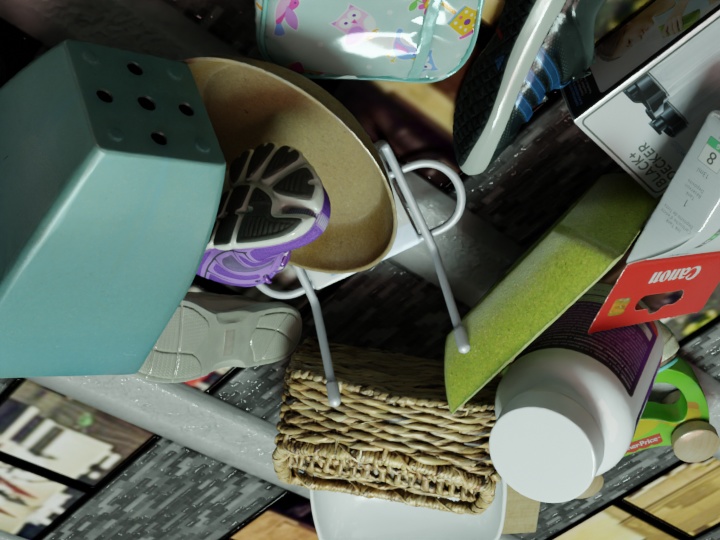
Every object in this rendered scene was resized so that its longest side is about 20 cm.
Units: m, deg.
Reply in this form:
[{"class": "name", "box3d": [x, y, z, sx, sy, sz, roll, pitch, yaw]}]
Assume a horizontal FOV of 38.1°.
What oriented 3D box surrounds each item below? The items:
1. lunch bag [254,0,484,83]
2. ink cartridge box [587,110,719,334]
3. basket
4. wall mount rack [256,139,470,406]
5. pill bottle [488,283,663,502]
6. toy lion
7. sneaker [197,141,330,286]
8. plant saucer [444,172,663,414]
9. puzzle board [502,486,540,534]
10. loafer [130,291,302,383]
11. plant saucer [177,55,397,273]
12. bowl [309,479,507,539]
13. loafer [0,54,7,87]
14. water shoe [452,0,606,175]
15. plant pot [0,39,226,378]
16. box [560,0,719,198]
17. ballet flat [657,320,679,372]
[{"class": "lunch bag", "box3d": [0.015, -0.216, 0.660, 0.159, 0.077, 0.201, 4, 136, -9]}, {"class": "ink cartridge box", "box3d": [0.278, -0.025, 0.794, 0.160, 0.050, 0.201, -6, 129, -38]}, {"class": "basket", "box3d": [0.024, 0.158, 0.916, 0.198, 0.143, 0.150, 11, 100, 2]}, {"class": "wall mount rack", "box3d": [0.000, 0.000, 0.836, 0.199, 0.075, 0.175, -24, 99, 16]}, {"class": "pill bottle", "box3d": [0.174, 0.098, 0.845, 0.111, 0.200, 0.112, 11, 117, 22]}, {"class": "toy lion", "box3d": [0.243, 0.135, 1.058, 0.199, 0.069, 0.192, -21, 126, 13]}, {"class": "sneaker", "box3d": [-0.071, -0.030, 0.731, 0.083, 0.081, 0.200, 30, 160, -25]}, {"class": "plant saucer", "box3d": [0.151, 0.003, 0.850, 0.048, 0.200, 0.200, 45, 124, 4]}, {"class": "puzzle board", "box3d": [0.106, 0.254, 1.179, 0.198, 0.017, 0.151, -3, 134, 0]}, {"class": "loafer", "box3d": [-0.140, 0.049, 0.868, 0.199, 0.063, 0.072, 2, 106, -45]}, {"class": "plant saucer", "box3d": [-0.056, -0.079, 0.735, 0.199, 0.036, 0.201, 23, 147, 16]}, {"class": "bowl", "box3d": [0.048, 0.209, 1.075, 0.198, 0.075, 0.201, -4, 125, 1]}, {"class": "loafer", "box3d": [-0.282, -0.111, 0.751, 0.072, 0.073, 0.201, 27, 147, 21]}, {"class": "water shoe", "box3d": [0.130, -0.144, 0.751, 0.078, 0.072, 0.201, 8, 134, -17]}, {"class": "plant pot", "box3d": [-0.181, -0.043, 0.685, 0.141, 0.142, 0.200, 4, 142, -42]}, {"class": "box", "box3d": [0.260, -0.155, 0.763, 0.200, 0.060, 0.116, -36, 128, 26]}, {"class": "ballet flat", "box3d": [0.205, 0.106, 0.985, 0.200, 0.067, 0.063, -37, 87, 17]}]
